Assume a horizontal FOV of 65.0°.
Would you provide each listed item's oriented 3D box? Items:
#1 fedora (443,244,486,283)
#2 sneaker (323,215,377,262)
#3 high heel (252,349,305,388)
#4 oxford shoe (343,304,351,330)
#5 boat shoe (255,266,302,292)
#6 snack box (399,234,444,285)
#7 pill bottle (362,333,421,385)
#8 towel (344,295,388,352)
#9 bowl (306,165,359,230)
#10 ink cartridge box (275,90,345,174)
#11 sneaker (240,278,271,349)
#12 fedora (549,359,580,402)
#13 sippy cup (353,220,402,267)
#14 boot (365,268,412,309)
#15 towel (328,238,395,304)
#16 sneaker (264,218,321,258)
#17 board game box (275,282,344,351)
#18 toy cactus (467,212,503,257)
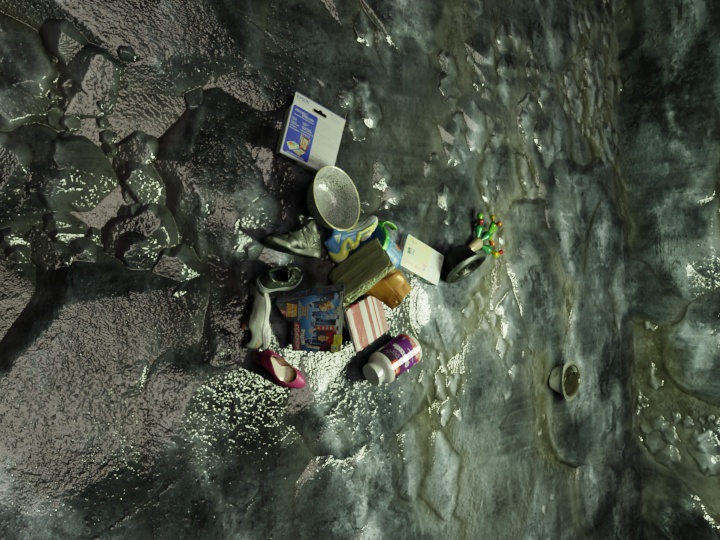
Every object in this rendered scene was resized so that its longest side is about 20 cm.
[{"bbox_3d":[0.374,-0.037,2.098,0.200,0.201,0.092,-21,68,-37],"label":"fedora"},{"bbox_3d":[-0.036,-0.124,1.782,0.200,0.076,0.105,-47,110,-14],"label":"sneaker"},{"bbox_3d":[-0.215,0.287,1.625,0.200,0.096,0.068,46,62,-28],"label":"high heel"},{"bbox_3d":[-0.074,0.126,1.775,0.200,0.057,0.076,47,44,-44],"label":"oxford shoe"},{"bbox_3d":[-0.219,0.020,1.613,0.069,0.056,0.200,58,28,7],"label":"boat shoe"},{"bbox_3d":[0.212,-0.036,2.020,0.199,0.037,0.117,28,71,-35],"label":"snack box"},{"bbox_3d":[0.104,0.298,1.872,0.199,0.112,0.113,-30,106,-36],"label":"pill bottle"},{"bbox_3d":[0.019,0.163,1.835,0.200,0.023,0.145,-27,105,-53],"label":"towel"},{"bbox_3d":[-0.101,-0.208,1.726,0.200,0.094,0.203,18,65,-46],"label":"bowl"},{"bbox_3d":[-0.152,-0.412,1.739,0.197,0.047,0.202,22,73,-35],"label":"ink cartridge box"},{"bbox_3d":[-0.297,0.123,1.583,0.079,0.074,0.202,-3,90,-33],"label":"sneaker"},{"bbox_3d":[0.905,0.489,2.526,0.199,0.090,0.178,-28,107,-43],"label":"fedora"},{"bbox_3d":[0.065,-0.063,1.853,0.178,0.140,0.130,-42,134,12],"label":"sippy cup"},{"bbox_3d":[0.053,0.072,1.783,0.201,0.071,0.144,-36,99,11],"label":"boot"},{"bbox_3d":[0.000,0.000,1.737,0.199,0.149,0.036,-38,137,6],"label":"towel"},{"bbox_3d":[-0.196,-0.105,1.671,0.198,0.076,0.115,11,80,-41],"label":"sneaker"},{"bbox_3d":[-0.151,0.136,1.668,0.198,0.062,0.202,3,108,-5],"label":"board game box"},{"bbox_3d":[0.490,-0.121,2.223,0.165,0.102,0.201,-35,118,-24],"label":"toy cactus"}]
